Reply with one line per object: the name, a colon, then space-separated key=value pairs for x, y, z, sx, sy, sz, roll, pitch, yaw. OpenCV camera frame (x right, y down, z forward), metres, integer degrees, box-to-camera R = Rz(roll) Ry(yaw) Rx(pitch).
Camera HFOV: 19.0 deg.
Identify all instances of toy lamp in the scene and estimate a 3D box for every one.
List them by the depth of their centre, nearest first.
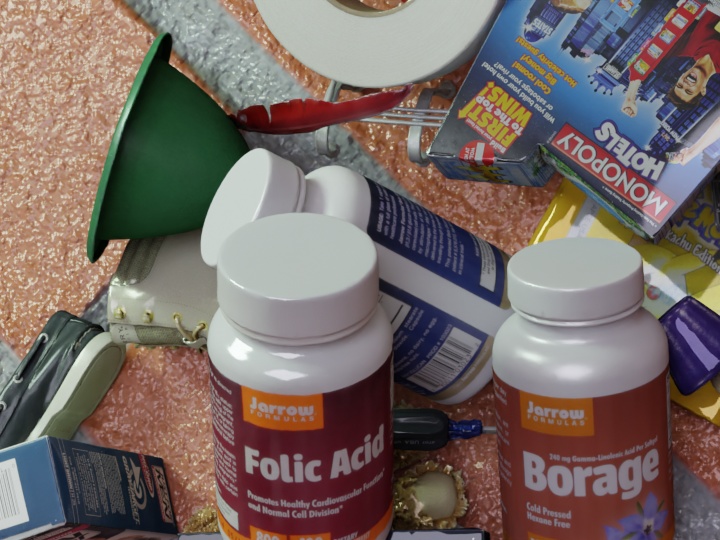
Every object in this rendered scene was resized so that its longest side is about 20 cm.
toy lamp: x=0.260 y=0.102 z=1.366 sx=0.058 sy=0.058 sz=0.200 roll=-41 pitch=85 yaw=7

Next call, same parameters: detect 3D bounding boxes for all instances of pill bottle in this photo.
pill bottle: x=-0.035 y=0.075 z=1.307 sx=0.113 sy=0.114 sz=0.202 roll=10 pitch=124 yaw=17
pill bottle: x=0.140 y=0.087 z=1.355 sx=0.111 sy=0.112 sz=0.202 roll=1 pitch=113 yaw=16
pill bottle: x=0.000 y=0.000 z=1.399 sx=0.199 sy=0.111 sz=0.112 roll=27 pitch=90 yaw=-25

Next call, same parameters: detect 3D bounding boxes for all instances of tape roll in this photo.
tape roll: x=0.014 y=-0.221 z=1.414 sx=0.201 sy=0.037 sz=0.205 roll=4 pitch=100 yaw=26

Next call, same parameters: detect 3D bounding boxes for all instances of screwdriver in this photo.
screwdriver: x=0.097 y=0.102 z=1.427 sx=0.198 sy=0.028 sz=0.029 roll=-4 pitch=103 yaw=-2

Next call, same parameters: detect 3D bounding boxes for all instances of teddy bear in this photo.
teddy bear: x=-0.023 y=0.171 z=1.464 sx=0.145 sy=0.067 sz=0.200 roll=43 pitch=88 yaw=13

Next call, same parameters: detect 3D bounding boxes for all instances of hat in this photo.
hat: x=-0.079 y=-0.059 z=1.462 sx=0.175 sy=0.200 sz=0.167 roll=18 pitch=84 yaw=-2

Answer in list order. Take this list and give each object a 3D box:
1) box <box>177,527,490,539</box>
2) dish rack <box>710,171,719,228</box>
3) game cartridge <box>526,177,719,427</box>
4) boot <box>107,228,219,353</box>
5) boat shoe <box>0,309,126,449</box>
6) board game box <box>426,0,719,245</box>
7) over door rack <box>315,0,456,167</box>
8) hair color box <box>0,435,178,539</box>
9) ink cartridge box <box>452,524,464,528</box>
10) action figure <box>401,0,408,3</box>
box: x=-0.015 y=0.237 z=1.382 sx=0.198 sy=0.079 sz=0.143 roll=-2 pitch=79 yaw=5
dish rack: x=0.290 y=-0.110 z=1.390 sx=0.152 sy=0.055 sz=0.202 roll=-6 pitch=72 yaw=10
game cartridge: x=0.211 y=-0.024 z=1.434 sx=0.175 sy=0.032 sz=0.201 roll=28 pitch=92 yaw=18
boot: x=-0.099 y=0.048 z=1.478 sx=0.153 sy=0.072 sz=0.202 roll=-5 pitch=60 yaw=17
boat shoe: x=-0.250 y=0.114 z=1.528 sx=0.066 sy=0.074 sz=0.200 roll=35 pitch=92 yaw=20
board game box: x=0.148 y=-0.111 z=1.368 sx=0.200 sy=0.062 sz=0.200 roll=42 pitch=92 yaw=22
over door rack: x=0.059 y=-0.162 z=1.488 sx=0.146 sy=0.067 sz=0.202 roll=5 pitch=70 yaw=17
hair color box: x=-0.205 y=0.160 z=1.441 sx=0.099 sy=0.200 sz=0.061 roll=-18 pitch=77 yaw=13
ink cartridge box: x=0.105 y=0.272 z=1.426 sx=0.199 sy=0.047 sz=0.161 roll=21 pitch=88 yaw=35
action figure: x=0.006 y=-0.231 z=1.468 sx=0.199 sy=0.052 sz=0.066 roll=35 pitch=86 yaw=20
